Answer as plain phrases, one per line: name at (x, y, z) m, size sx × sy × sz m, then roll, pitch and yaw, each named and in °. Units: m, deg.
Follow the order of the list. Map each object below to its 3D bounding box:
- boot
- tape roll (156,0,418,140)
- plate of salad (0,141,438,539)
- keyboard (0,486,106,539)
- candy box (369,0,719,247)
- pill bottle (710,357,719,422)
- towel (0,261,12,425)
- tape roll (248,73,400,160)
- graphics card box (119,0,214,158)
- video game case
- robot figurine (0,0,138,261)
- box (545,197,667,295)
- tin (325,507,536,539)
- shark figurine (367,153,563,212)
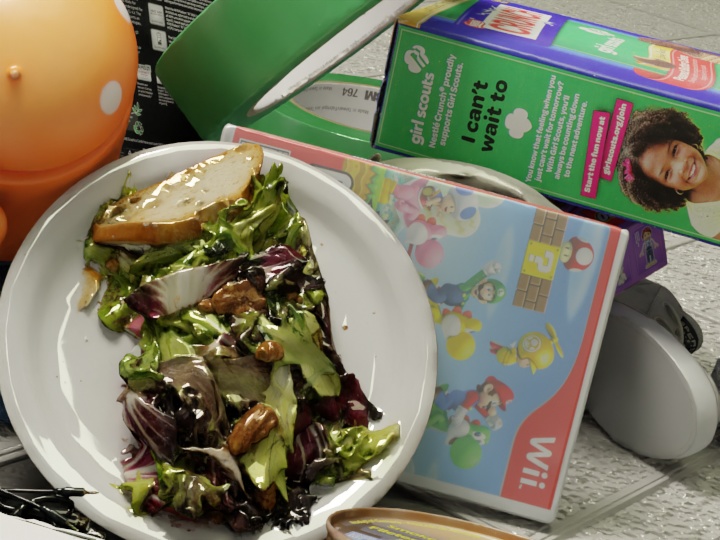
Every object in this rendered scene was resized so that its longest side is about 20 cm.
boot at (0.158, 0.040, 1.063) m, size 0.095 × 0.074 × 0.200 m, roll -7°, pitch 24°, yaw -28°
tape roll at (-0.014, -0.145, 1.006) m, size 0.048 × 0.200 × 0.200 m, roll 53°, pitch 24°, yaw -1°
plate of salad at (-0.060, 0.028, 0.840) m, size 0.198 × 0.202 × 0.048 m, roll 5°, pitch -26°, yaw -10°
keyboard at (-0.143, 0.123, 0.730) m, size 0.198 × 0.040 × 0.104 m, roll 16°, pitch 42°, yaw 9°
candy box at (0.123, -0.087, 1.027) m, size 0.198 × 0.078 × 0.169 m, roll 15°, pitch 17°, yaw 12°
pill bottle at (0.264, 0.001, 1.028) m, size 0.111 × 0.202 × 0.112 m, roll 19°, pitch 22°, yaw -8°
towel at (-0.176, 0.017, 0.973) m, size 0.111 × 0.049 × 0.200 m, roll -3°, pitch 24°, yaw -35°
tape roll at (0.012, -0.098, 1.423) m, size 0.198 × 0.049 × 0.201 m, roll 11°, pitch 19°, yaw -4°
graphics card box at (-0.130, -0.119, 1.068) m, size 0.051 × 0.202 × 0.125 m, roll -16°, pitch -13°, yaw 36°
video game case at (0.014, 0.025, 0.905) m, size 0.198 × 0.145 × 0.017 m, roll 15°, pitch 4°, yaw 2°
robot figurine at (-0.166, -0.077, 0.903) m, size 0.144 × 0.200 × 0.117 m, roll -38°, pitch 80°, yaw -26°
box at (0.048, 0.001, 1.039) m, size 0.199 × 0.039 × 0.137 m, roll -28°, pitch 35°, yaw -21°
tin at (0.077, 0.137, 0.750) m, size 0.198 × 0.042 × 0.112 m, roll 14°, pitch 9°, yaw 22°
shark figurine at (0.014, -0.018, 0.980) m, size 0.212 × 0.129 × 0.090 m, roll -19°, pitch -23°, yaw 6°
